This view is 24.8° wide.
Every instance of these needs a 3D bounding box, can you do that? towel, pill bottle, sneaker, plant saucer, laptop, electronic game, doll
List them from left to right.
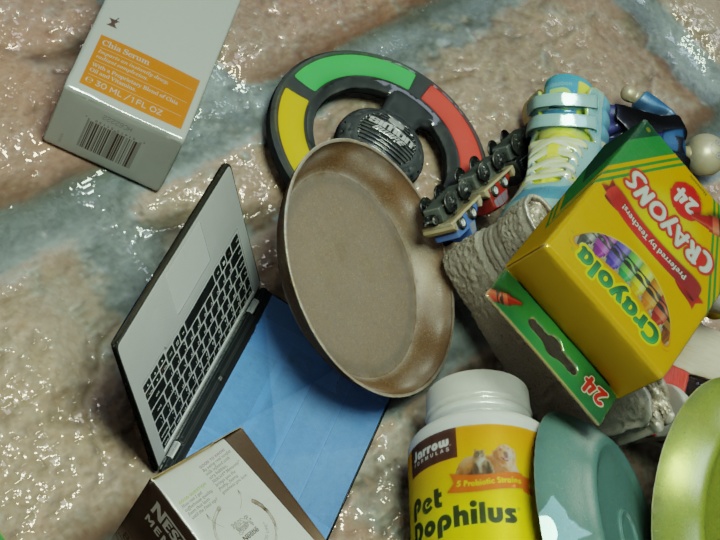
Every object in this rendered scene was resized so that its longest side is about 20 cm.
[{"bbox_3d":[-0.066,0.064,1.159,0.116,0.200,0.187,8,46,20],"label":"laptop"},{"bbox_3d":[0.000,0.000,1.232,0.200,0.032,0.201,24,58,-46],"label":"plant saucer"},{"bbox_3d":[0.016,-0.101,1.360,0.200,0.042,0.200,14,53,-19],"label":"electronic game"},{"bbox_3d":[0.089,0.175,1.163,0.109,0.109,0.200,12,53,-20],"label":"pill bottle"},{"bbox_3d":[0.155,-0.092,1.328,0.079,0.131,0.200,0,8,17],"label":"sneaker"},{"bbox_3d":[0.146,0.050,1.243,0.034,0.132,0.200,-32,88,-35],"label":"towel"},{"bbox_3d":[0.177,0.194,1.167,0.200,0.036,0.200,49,33,-46],"label":"plant saucer"},{"bbox_3d":[0.244,-0.110,1.480,0.200,0.048,0.137,5,67,-26],"label":"doll"},{"bbox_3d":[0.284,0.181,1.236,0.200,0.031,0.201,-1,91,-48],"label":"plant saucer"}]

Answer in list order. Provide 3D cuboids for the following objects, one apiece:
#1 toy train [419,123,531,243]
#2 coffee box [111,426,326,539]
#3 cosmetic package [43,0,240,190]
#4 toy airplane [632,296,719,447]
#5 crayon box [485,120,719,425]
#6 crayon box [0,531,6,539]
[{"bbox_3d":[0.101,-0.069,1.343,0.200,0.034,0.046,-41,114,-52],"label":"toy train"},{"bbox_3d":[-0.064,0.217,1.051,0.080,0.114,0.200,-29,75,-38],"label":"coffee box"},{"bbox_3d":[-0.166,-0.172,1.294,0.101,0.071,0.200,24,50,-11],"label":"cosmetic package"},{"bbox_3d":[0.253,0.045,1.309,0.200,0.141,0.199,-27,80,-46],"label":"toy airplane"},{"bbox_3d":[0.188,-0.001,1.167,0.127,0.051,0.200,48,51,-7],"label":"crayon box"},{"bbox_3d":[-0.299,0.190,0.943,0.200,0.051,0.127,-31,64,-24],"label":"crayon box"}]
